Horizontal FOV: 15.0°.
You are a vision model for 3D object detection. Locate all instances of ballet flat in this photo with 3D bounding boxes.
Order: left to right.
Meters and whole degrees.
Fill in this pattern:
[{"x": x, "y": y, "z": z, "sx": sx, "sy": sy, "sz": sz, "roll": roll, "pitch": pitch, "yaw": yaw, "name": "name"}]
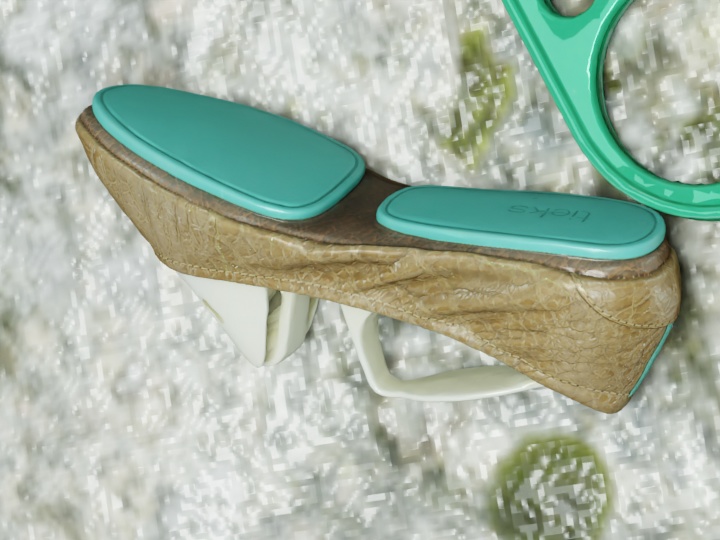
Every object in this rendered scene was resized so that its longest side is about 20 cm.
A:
[{"x": 0.000, "y": 0.000, "z": 0.818, "sx": 0.199, "sy": 0.068, "sz": 0.073, "roll": 14, "pitch": 116, "yaw": 21, "name": "ballet flat"}]

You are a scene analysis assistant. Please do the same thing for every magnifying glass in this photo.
[{"x": 0.057, "y": -0.088, "z": 0.807, "sx": 0.200, "sy": 0.022, "sz": 0.080, "roll": 37, "pitch": 105, "yaw": 18, "name": "magnifying glass"}]
